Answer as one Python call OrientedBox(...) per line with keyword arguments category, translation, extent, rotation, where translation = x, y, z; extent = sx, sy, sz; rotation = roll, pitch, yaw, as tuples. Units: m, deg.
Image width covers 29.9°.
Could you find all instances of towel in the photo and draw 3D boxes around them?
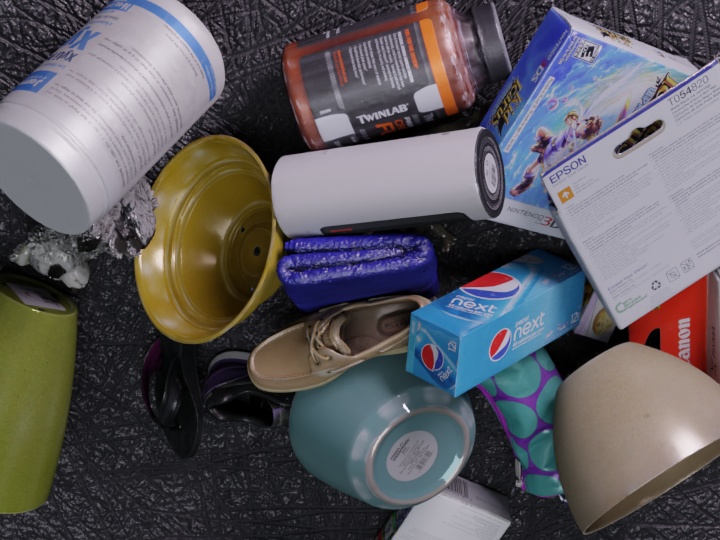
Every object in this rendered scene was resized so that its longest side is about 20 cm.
OrientedBox(category="towel", translation=(0.000, 0.000, 1.291), extent=(0.147, 0.200, 0.050), rotation=(-9, 80, 2))

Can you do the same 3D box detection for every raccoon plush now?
OrientedBox(category="raccoon plush", translation=(-0.275, -0.082, 1.321), extent=(0.134, 0.097, 0.201), rotation=(-4, 79, 35))

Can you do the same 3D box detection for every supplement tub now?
OrientedBox(category="supplement tub", translation=(-0.224, -0.143, 1.186), extent=(0.132, 0.200, 0.132), rotation=(26, 146, 20))
OrientedBox(category="supplement tub", translation=(0.035, -0.182, 1.229), extent=(0.199, 0.107, 0.107), rotation=(-15, 117, 9))

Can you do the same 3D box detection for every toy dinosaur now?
OrientedBox(category="toy dinosaur", translation=(0.059, -0.083, 1.300), extent=(0.102, 0.077, 0.200), rotation=(27, 119, -20))

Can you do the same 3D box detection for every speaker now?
OrientedBox(category="speaker", translation=(0.023, -0.076, 1.202), extent=(0.199, 0.081, 0.081), rotation=(-5, 119, 24))

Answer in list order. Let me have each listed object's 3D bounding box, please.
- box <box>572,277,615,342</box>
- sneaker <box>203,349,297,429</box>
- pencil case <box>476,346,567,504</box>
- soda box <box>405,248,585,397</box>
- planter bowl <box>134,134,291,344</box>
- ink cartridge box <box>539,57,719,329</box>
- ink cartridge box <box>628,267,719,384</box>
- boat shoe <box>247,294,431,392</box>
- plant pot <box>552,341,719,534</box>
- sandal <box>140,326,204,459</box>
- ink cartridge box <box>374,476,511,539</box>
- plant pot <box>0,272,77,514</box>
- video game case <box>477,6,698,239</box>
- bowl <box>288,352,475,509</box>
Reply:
OrientedBox(category="box", translation=(0.266, -0.021, 1.349), extent=(0.041, 0.039, 0.200), rotation=(16, 117, -11))
OrientedBox(category="sneaker", translation=(-0.065, 0.139, 1.413), extent=(0.199, 0.088, 0.076), rotation=(2, 118, 0))
OrientedBox(category="pencil case", translation=(0.175, 0.147, 1.415), extent=(0.092, 0.085, 0.200), rotation=(-32, 115, -9))
OrientedBox(category="soda box", translation=(0.134, 0.047, 1.305), extent=(0.064, 0.200, 0.068), rotation=(25, 125, 36))
OrientedBox(category="planter bowl", translation=(-0.125, -0.024, 1.305), extent=(0.083, 0.201, 0.200), rotation=(13, 125, -48))
OrientedBox(category="ink cartridge box", translation=(0.281, -0.073, 1.265), extent=(0.199, 0.041, 0.200), rotation=(-32, 120, 0))
OrientedBox(category="ink cartridge box", translation=(0.365, 0.081, 1.379), extent=(0.173, 0.044, 0.201), rotation=(-12, 123, -4))
OrientedBox(category="boat shoe", translation=(-0.024, 0.064, 1.310), extent=(0.199, 0.065, 0.071), rotation=(-21, 73, 11))
OrientedBox(category="plant pot", translation=(0.268, 0.152, 1.337), extent=(0.200, 0.200, 0.135), rotation=(-40, 69, 20))
OrientedBox(category="sandal", translation=(-0.204, 0.107, 1.405), extent=(0.048, 0.075, 0.201), rotation=(-19, 117, -37))
OrientedBox(category="ink cartridge box", translation=(0.074, 0.321, 1.531), extent=(0.109, 0.050, 0.200), rotation=(24, 117, -12))
OrientedBox(category="plant pot", translation=(-0.368, 0.111, 1.369), extent=(0.187, 0.187, 0.200), rotation=(23, 101, -11))
OrientedBox(category="video game case", translation=(0.199, -0.126, 1.250), extent=(0.181, 0.045, 0.200), rotation=(11, 122, -36))
OrientedBox(category="bowl", translation=(0.038, 0.163, 1.375), extent=(0.200, 0.105, 0.201), rotation=(-12, 119, -22))
